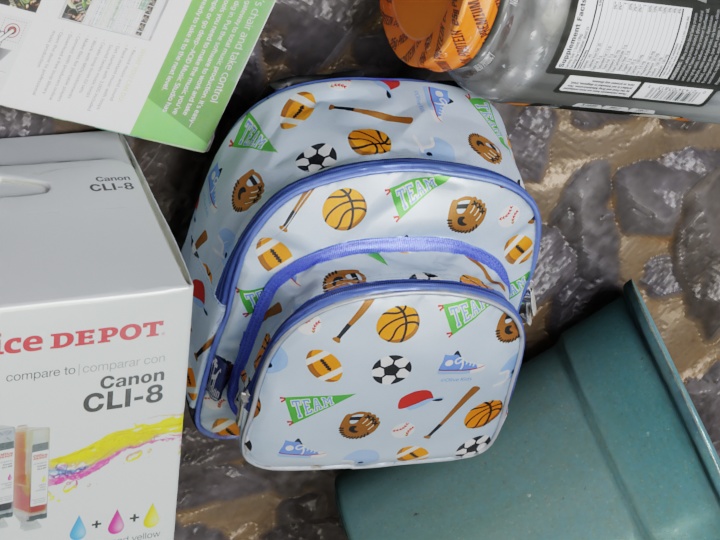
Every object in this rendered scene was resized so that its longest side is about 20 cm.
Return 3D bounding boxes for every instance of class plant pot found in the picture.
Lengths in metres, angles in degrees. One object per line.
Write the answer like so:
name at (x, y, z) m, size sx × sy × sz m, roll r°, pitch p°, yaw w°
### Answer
plant pot at (0.103, 0.137, 1.560) m, size 0.196 × 0.201 × 0.200 m, roll -26°, pitch 131°, yaw 5°

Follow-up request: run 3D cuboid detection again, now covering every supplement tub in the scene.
supplement tub at (0.117, -0.138, 1.402) m, size 0.199 × 0.123 × 0.123 m, roll 4°, pitch 122°, yaw -26°

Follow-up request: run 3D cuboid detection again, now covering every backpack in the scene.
backpack at (0.000, 0.000, 1.422) m, size 0.199 × 0.154 × 0.191 m, roll -6°, pitch 130°, yaw -20°

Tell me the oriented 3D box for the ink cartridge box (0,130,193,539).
ink cartridge box at (-0.172, 0.054, 1.394) m, size 0.145 × 0.145 × 0.201 m, roll -6°, pitch 125°, yaw -19°

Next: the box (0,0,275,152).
box at (-0.134, -0.140, 1.344) m, size 0.199 × 0.036 × 0.145 m, roll 13°, pitch 117°, yaw -30°
